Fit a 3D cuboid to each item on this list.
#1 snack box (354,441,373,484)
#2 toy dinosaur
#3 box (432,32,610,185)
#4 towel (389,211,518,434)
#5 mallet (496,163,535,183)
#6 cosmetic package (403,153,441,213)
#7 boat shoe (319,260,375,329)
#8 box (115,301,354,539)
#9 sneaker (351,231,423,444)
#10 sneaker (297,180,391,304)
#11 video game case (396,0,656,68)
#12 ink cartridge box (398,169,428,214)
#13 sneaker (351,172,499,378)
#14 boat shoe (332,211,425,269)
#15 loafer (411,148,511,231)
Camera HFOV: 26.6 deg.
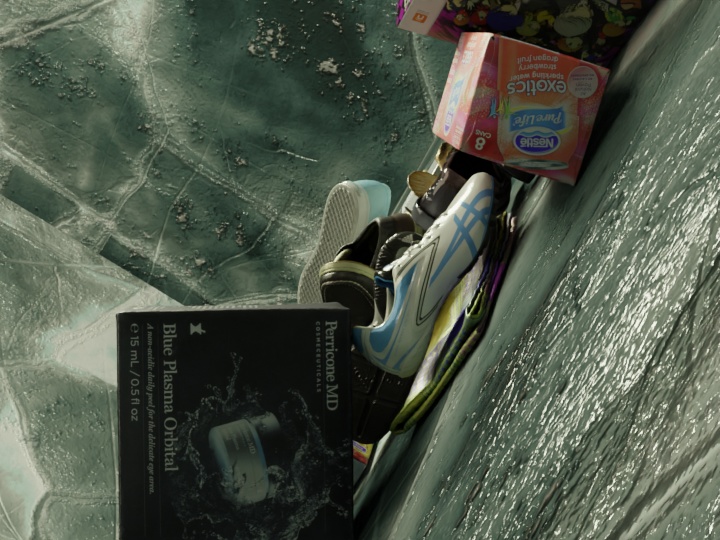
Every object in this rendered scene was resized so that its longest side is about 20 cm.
[{"bbox_3d":[-0.051,0.227,1.519,0.201,0.053,0.142,-58,4,21],"label":"snack box"},{"bbox_3d":[0.088,-0.064,1.508,0.059,0.100,0.200,-59,1,31],"label":"toy dinosaur"},{"bbox_3d":[0.126,-0.138,1.256,0.200,0.101,0.096,-113,40,-80],"label":"box"},{"bbox_3d":[0.082,0.044,1.317,0.144,0.023,0.201,-58,3,33],"label":"towel"},{"bbox_3d":[0.170,-0.134,1.495,0.066,0.041,0.200,-58,-1,16],"label":"mallet"},{"bbox_3d":[0.077,-0.034,1.669,0.201,0.081,0.113,-59,3,2],"label":"cosmetic package"},{"bbox_3d":[0.007,0.064,1.517,0.201,0.072,0.066,59,-148,-51],"label":"boat shoe"},{"bbox_3d":[-0.106,0.129,1.298,0.117,0.197,0.200,176,93,-85],"label":"box"},{"bbox_3d":[0.047,0.070,1.457,0.115,0.075,0.203,16,-90,-64],"label":"sneaker"},{"bbox_3d":[-0.009,-0.012,1.725,0.081,0.074,0.202,-11,-46,-41],"label":"sneaker"},{"bbox_3d":[0.153,-0.249,1.305,0.182,0.197,0.036,125,154,-54],"label":"video game case"},{"bbox_3d":[0.067,-0.028,1.839,0.166,0.075,0.200,-58,3,7],"label":"ink cartridge box"},{"bbox_3d":[0.059,-0.006,1.306,0.201,0.072,0.072,-60,1,-18],"label":"sneaker"},{"bbox_3d":[0.000,0.001,1.551,0.201,0.065,0.073,-48,40,47],"label":"boat shoe"},{"bbox_3d":[0.108,-0.087,1.434,0.064,0.071,0.200,-65,-11,27],"label":"loafer"}]
